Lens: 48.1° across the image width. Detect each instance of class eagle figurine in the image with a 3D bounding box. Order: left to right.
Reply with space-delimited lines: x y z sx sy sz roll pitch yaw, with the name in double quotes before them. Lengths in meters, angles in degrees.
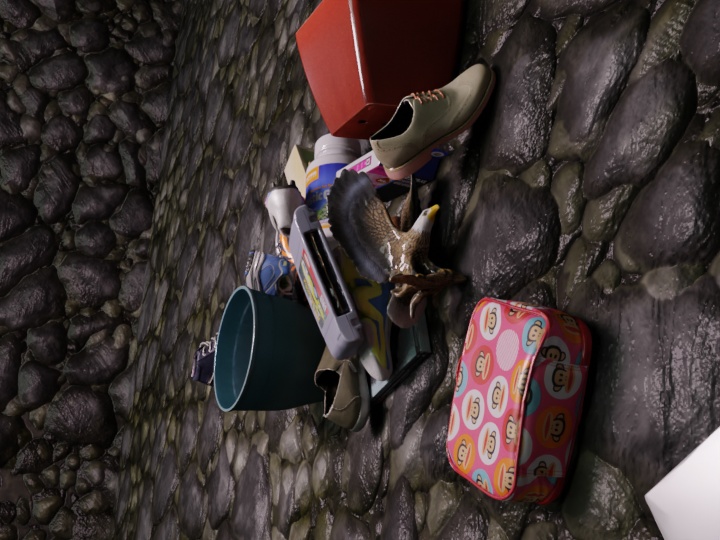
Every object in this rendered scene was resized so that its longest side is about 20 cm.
"eagle figurine" 0.057 -0.041 1.093 0.150 0.152 0.201 -36 51 -1

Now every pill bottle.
"pill bottle" -0.039 -0.125 1.361 0.112 0.111 0.203 -40 46 53

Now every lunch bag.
"lunch bag" 0.156 0.133 0.864 0.176 0.081 0.203 17 95 66

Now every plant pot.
"plant pot" -0.124 0.140 1.335 0.200 0.185 0.203 -37 48 56
"plant pot" 0.033 -0.302 1.211 0.199 0.197 0.179 -25 67 60

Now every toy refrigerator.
"toy refrigerator" -0.082 -0.156 1.512 0.071 0.075 0.201 -62 28 30

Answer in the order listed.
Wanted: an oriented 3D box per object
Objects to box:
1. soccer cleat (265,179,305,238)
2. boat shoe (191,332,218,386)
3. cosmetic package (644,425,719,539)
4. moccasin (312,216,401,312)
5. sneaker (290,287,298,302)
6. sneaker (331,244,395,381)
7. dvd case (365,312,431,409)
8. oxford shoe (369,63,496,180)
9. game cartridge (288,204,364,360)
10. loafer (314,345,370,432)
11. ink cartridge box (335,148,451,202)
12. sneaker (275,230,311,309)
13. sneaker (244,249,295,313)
"soccer cleat" -0.128 -0.095 1.366 0.200 0.069 0.088 112 152 -87
"boat shoe" -0.333 0.177 1.881 0.075 0.091 0.203 29 106 64
"cosmetic package" 0.298 0.130 0.528 0.082 0.111 0.201 -107 36 -47
"moccasin" -0.001 -0.001 1.232 0.202 0.073 0.078 -53 26 17
"sneaker" -0.126 0.030 1.519 0.114 0.075 0.203 -32 54 54
"sneaker" 0.031 0.049 1.142 0.076 0.104 0.203 -2 107 68
"dvd case" 0.039 0.105 1.200 0.200 0.022 0.148 -50 37 45
"oxford shoe" 0.098 -0.211 1.069 0.200 0.074 0.071 -45 37 -5
"game cartridge" -0.052 0.023 1.134 0.133 0.040 0.202 105 144 -72
"loafer" -0.032 0.146 1.227 0.076 0.069 0.202 -56 33 40
"ink cartridge box" 0.044 -0.148 1.212 0.199 0.093 0.038 -22 60 61
"sneaker" -0.079 -0.009 1.420 0.112 0.077 0.203 -29 79 50
"sneaker" -0.154 0.045 1.407 0.201 0.076 0.077 91 -174 -55
